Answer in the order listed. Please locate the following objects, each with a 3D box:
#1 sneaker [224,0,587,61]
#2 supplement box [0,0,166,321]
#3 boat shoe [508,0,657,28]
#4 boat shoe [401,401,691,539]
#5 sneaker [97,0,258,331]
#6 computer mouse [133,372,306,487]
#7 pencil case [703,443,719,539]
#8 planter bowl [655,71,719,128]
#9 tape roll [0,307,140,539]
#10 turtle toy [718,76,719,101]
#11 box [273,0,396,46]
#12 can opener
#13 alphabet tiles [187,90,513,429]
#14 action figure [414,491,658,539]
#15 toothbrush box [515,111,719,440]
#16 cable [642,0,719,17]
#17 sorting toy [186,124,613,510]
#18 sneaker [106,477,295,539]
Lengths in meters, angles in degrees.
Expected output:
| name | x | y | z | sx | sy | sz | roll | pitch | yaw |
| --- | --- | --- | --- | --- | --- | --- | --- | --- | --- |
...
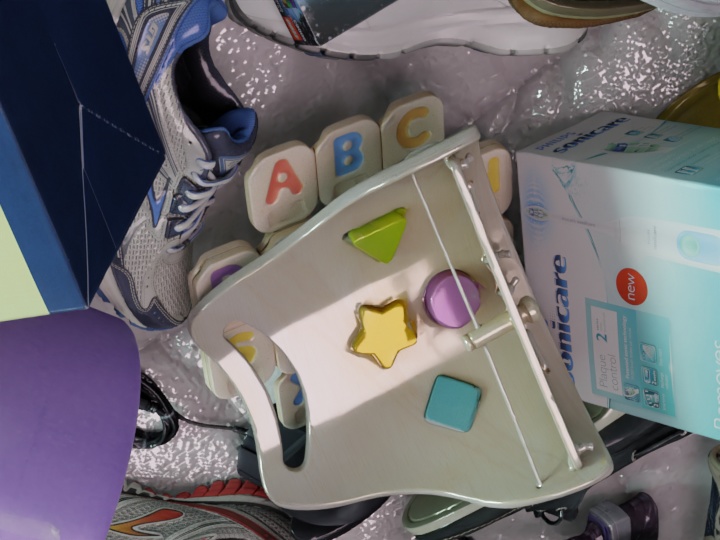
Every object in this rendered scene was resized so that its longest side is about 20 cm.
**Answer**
| name | x | y | z | sx | sy | sz | roll | pitch | yaw |
| --- | --- | --- | --- | --- | --- | --- | --- | --- | --- |
| sneaker | 0.024 | -0.155 | 0.914 | 0.198 | 0.074 | 0.088 | -6 | 106 | -20 |
| supplement box | -0.226 | -0.085 | 0.792 | 0.198 | 0.135 | 0.201 | -8 | 121 | 17 |
| boat shoe | 0.141 | -0.161 | 0.892 | 0.199 | 0.072 | 0.068 | -27 | 170 | -33 |
| boat shoe | 0.122 | 0.121 | 1.068 | 0.199 | 0.074 | 0.066 | -34 | 110 | -6 |
| sneaker | -0.097 | -0.055 | 0.899 | 0.084 | 0.077 | 0.201 | 6 | 120 | 15 |
| computer mouse | -0.075 | 0.098 | 1.025 | 0.199 | 0.034 | 0.059 | 17 | 112 | -22 |
| pencil case | 0.251 | 0.203 | 1.140 | 0.077 | 0.090 | 0.201 | 0 | 118 | -9 |
| planter bowl | 0.252 | -0.018 | 1.029 | 0.199 | 0.084 | 0.202 | -7 | 118 | -12 |
| tape roll | -0.195 | 0.104 | 0.898 | 0.085 | 0.200 | 0.201 | 22 | 109 | -25 |
| turtle toy | 0.282 | -0.148 | 0.943 | 0.145 | 0.101 | 0.202 | 13 | 80 | -27 |
| box | 0.025 | -0.218 | 0.849 | 0.199 | 0.038 | 0.137 | -32 | 109 | -14 |
| can opener | 0.029 | 0.079 | 1.014 | 0.200 | 0.079 | 0.063 | -41 | 82 | -11 |
| alphabet tiles | 0.000 | 0.000 | 0.970 | 0.199 | 0.015 | 0.197 | -22 | 133 | -20 |
| action figure | 0.110 | 0.194 | 1.078 | 0.198 | 0.130 | 0.070 | -4 | 117 | -26 |
| toothbrush box | 0.189 | 0.005 | 0.942 | 0.085 | 0.199 | 0.148 | -25 | 119 | -39 |
| cable | 0.157 | -0.220 | 0.824 | 0.199 | 0.069 | 0.201 | 31 | 61 | -25 |
| sorting toy | 0.010 | 0.040 | 0.925 | 0.179 | 0.107 | 0.201 | -23 | 107 | 1 |
| sneaker | -0.126 | 0.166 | 1.017 | 0.198 | 0.082 | 0.078 | -3 | 118 | -13 |
